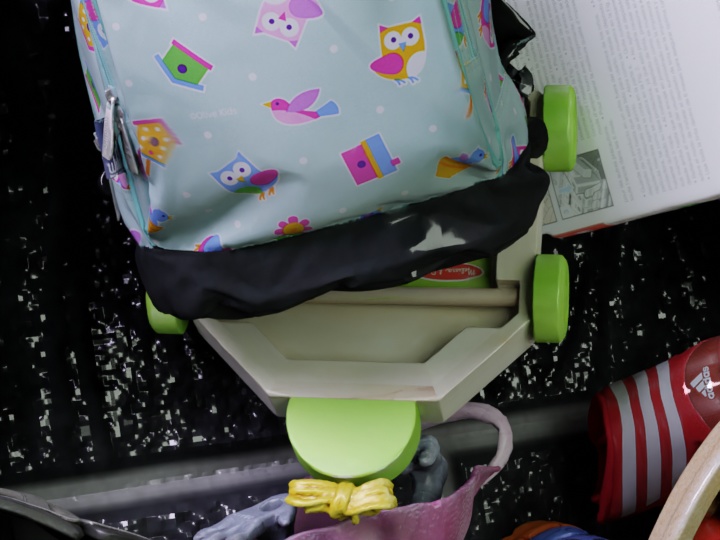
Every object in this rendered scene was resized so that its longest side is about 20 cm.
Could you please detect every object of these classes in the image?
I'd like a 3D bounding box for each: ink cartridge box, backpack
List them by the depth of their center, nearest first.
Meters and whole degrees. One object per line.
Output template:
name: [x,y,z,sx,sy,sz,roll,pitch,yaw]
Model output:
backpack: [-0.024,-0.091,0.863,0.166,0.127,0.201,-15,115,-1]
ink cartridge box: [0.098,-0.074,0.995,0.050,0.199,0.110,-14,90,-50]

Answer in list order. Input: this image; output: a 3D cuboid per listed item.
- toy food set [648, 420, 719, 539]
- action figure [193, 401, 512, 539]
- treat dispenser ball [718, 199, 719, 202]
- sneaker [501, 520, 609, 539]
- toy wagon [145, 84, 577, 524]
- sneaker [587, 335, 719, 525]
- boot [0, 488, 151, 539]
toy food set: [0.171,0.111,0.962,0.198,0.049,0.201,26,91,-52]
action figure: [0.010,0.171,0.974,0.149,0.133,0.201,-41,112,-62]
treat dispenser ball: [0.235,-0.074,1.048,0.200,0.201,0.202,4,81,-27]
sneaker: [0.086,0.197,1.003,0.075,0.078,0.201,-3,84,-27]
toy wagon: [0.000,0.000,0.955,0.154,0.040,0.201,1,67,9]
sneaker: [0.160,0.069,1.071,0.200,0.115,0.079,35,46,-51]
boot: [-0.157,0.082,0.863,0.199,0.130,0.068,18,75,-24]
